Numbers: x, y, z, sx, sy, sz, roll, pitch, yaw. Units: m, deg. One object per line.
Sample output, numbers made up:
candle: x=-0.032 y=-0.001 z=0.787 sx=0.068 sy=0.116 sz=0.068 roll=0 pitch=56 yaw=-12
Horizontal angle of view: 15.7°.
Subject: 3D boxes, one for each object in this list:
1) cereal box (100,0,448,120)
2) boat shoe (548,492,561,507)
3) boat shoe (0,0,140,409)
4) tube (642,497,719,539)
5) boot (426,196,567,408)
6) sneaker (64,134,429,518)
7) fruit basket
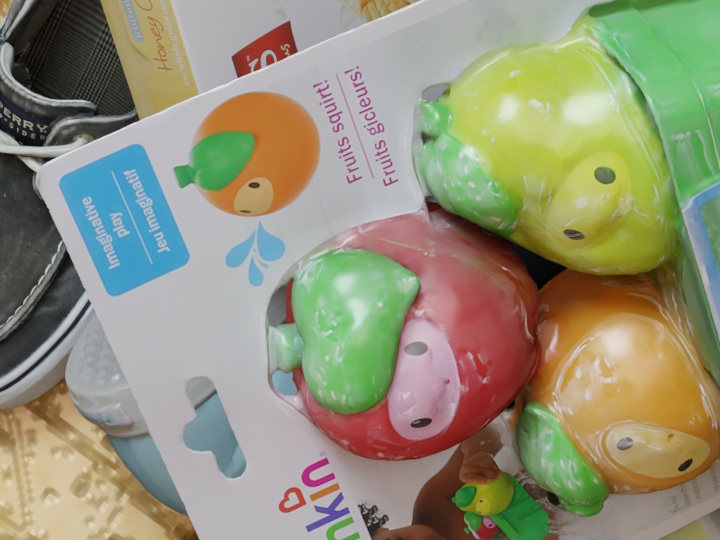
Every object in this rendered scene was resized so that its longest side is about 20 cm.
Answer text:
cereal box: x=0.005 y=-0.119 z=0.766 sx=0.200 sy=0.039 sz=0.145 roll=-36 pitch=121 yaw=-34
boat shoe: x=0.008 y=0.100 z=0.801 sx=0.200 sy=0.060 sz=0.072 roll=-20 pitch=125 yaw=7
boat shoe: x=-0.092 y=-0.052 z=0.788 sx=0.072 sy=0.071 sz=0.201 roll=26 pitch=96 yaw=16
tube: x=0.037 y=0.137 z=0.763 sx=0.200 sy=0.052 sz=0.058 roll=-37 pitch=87 yaw=20
boot: x=0.077 y=-0.016 z=0.781 sx=0.076 sy=0.200 sz=0.168 roll=43 pitch=98 yaw=31
sneaker: x=0.000 y=0.000 z=0.819 sx=0.200 sy=0.074 sz=0.082 roll=-39 pitch=123 yaw=-14
fruit basket: x=0.043 y=0.011 z=0.653 sx=0.199 sy=0.094 sz=0.186 roll=-26 pitch=124 yaw=-9
